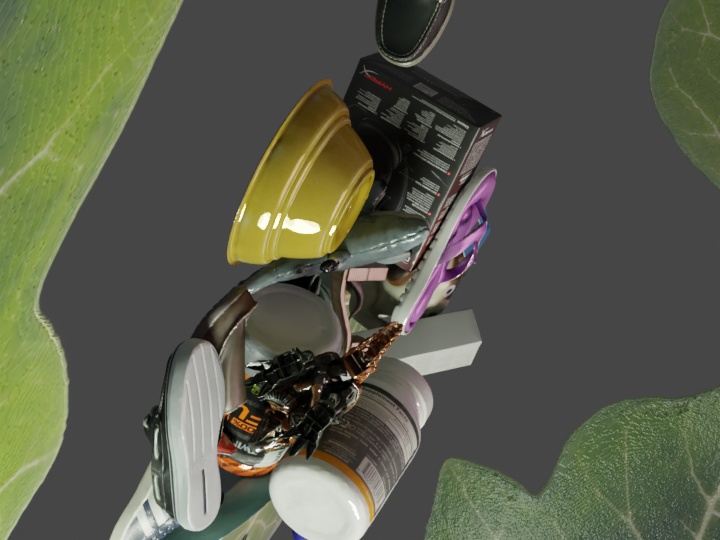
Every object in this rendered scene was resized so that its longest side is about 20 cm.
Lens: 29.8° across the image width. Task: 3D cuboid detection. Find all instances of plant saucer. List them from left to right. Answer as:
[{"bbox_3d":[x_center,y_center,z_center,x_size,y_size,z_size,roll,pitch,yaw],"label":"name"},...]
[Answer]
[{"bbox_3d":[-0.173,0.263,1.534,0.199,0.036,0.200,-30,-171,5],"label":"plant saucer"}]

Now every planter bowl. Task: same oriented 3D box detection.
[{"bbox_3d":[-0.042,-0.075,1.294,0.201,0.083,0.200,-61,173,-13],"label":"planter bowl"}]

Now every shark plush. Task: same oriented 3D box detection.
[{"bbox_3d":[-0.030,-0.026,1.356,0.083,0.199,0.091,-104,-175,-66],"label":"shark plush"}]

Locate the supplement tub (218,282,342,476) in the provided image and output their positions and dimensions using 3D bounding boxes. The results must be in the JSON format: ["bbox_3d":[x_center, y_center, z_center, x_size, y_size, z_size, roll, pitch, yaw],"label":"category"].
[{"bbox_3d":[-0.102,0.122,1.457,0.123,0.122,0.201,-52,167,-51],"label":"supplement tub"}]

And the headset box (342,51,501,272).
[{"bbox_3d":[0.037,-0.108,1.434,0.077,0.148,0.201,-33,151,-59],"label":"headset box"}]

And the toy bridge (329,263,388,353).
[{"bbox_3d":[0.000,0.000,1.535,0.067,0.027,0.201,-1,110,-42],"label":"toy bridge"}]

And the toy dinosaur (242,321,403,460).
[{"bbox_3d":[-0.043,0.113,1.331,0.201,0.102,0.136,-61,161,14],"label":"toy dinosaur"}]

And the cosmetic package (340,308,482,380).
[{"bbox_3d":[0.042,0.100,1.650,0.083,0.199,0.051,103,-26,-63],"label":"cosmetic package"}]

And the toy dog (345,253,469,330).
[{"bbox_3d":[0.052,-0.001,1.713,0.200,0.139,0.195,14,-87,57],"label":"toy dog"}]

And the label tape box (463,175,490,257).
[{"bbox_3d":[0.090,-0.114,1.669,0.201,0.066,0.143,70,24,-13],"label":"label tape box"}]

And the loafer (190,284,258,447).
[{"bbox_3d":[-0.137,0.103,1.340,0.201,0.071,0.073,-66,171,30],"label":"loafer"}]

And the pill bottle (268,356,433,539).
[{"bbox_3d":[-0.004,0.187,1.437,0.200,0.116,0.117,-51,168,-46],"label":"pill bottle"}]

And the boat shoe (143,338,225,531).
[{"bbox_3d":[-0.177,0.155,1.290,0.072,0.071,0.201,-27,127,-54],"label":"boat shoe"}]

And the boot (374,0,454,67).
[{"bbox_3d":[0.052,-0.289,1.203,0.154,0.073,0.205,-10,121,-78],"label":"boot"}]

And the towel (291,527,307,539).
[{"bbox_3d":[-0.063,0.210,1.570,0.148,0.049,0.201,93,-10,-51],"label":"towel"}]

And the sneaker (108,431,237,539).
[{"bbox_3d":[-0.197,0.251,1.426,0.201,0.084,0.075,-63,172,9],"label":"sneaker"}]

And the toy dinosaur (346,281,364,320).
[{"bbox_3d":[-0.016,-0.048,1.574,0.102,0.076,0.201,35,70,-79],"label":"toy dinosaur"}]

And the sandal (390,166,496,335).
[{"bbox_3d":[0.101,-0.015,1.442,0.203,0.050,0.082,-59,167,1],"label":"sandal"}]

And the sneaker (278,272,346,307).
[{"bbox_3d":[-0.054,0.017,1.566,0.200,0.074,0.118,-49,171,-52],"label":"sneaker"}]
